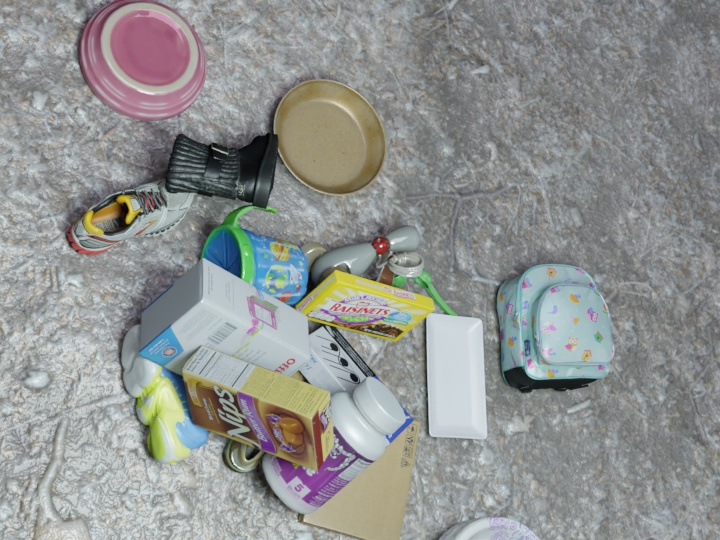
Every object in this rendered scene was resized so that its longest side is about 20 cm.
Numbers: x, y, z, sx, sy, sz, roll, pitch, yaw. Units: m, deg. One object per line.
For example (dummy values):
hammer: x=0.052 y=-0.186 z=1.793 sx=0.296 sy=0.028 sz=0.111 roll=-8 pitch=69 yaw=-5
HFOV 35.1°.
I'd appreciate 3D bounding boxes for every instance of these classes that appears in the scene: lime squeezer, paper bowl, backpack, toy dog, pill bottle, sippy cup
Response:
lime squeezer: x=0.072 y=0.028 z=1.846 sx=0.199 sy=0.038 sz=0.071 roll=11 pitch=101 yaw=-24
paper bowl: x=0.189 y=0.478 z=1.721 sx=0.200 sy=0.104 sz=0.202 roll=8 pitch=72 yaw=-24
backpack: x=0.320 y=0.087 z=1.879 sx=0.175 sy=0.153 sz=0.201 roll=0 pitch=68 yaw=-20
toy dog: x=0.000 y=0.000 z=1.776 sx=0.199 sy=0.097 sz=0.132 roll=-5 pitch=42 yaw=-7
pill bottle: x=-0.035 y=0.244 z=1.611 sx=0.200 sy=0.112 sz=0.112 roll=-42 pitch=97 yaw=14
sippy cup: x=-0.153 y=0.003 z=1.690 sx=0.130 sy=0.178 sz=0.140 roll=3 pitch=37 yaw=-36

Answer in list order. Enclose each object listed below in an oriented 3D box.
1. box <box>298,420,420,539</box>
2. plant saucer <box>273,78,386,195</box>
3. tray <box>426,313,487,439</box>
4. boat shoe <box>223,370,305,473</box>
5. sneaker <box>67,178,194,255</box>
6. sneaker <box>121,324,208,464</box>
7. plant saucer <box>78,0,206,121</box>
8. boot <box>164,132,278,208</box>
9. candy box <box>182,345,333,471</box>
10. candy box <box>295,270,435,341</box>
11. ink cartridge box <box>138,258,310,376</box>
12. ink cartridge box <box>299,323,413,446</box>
box: x=0.002 y=0.304 z=1.729 sx=0.163 sy=0.021 sz=0.201 roll=20 pitch=67 yaw=-19
plant saucer: x=-0.053 y=-0.212 z=1.849 sx=0.199 sy=0.035 sz=0.202 roll=7 pitch=72 yaw=-23
tray: x=0.151 y=0.172 z=1.842 sx=0.107 sy=0.022 sz=0.201 roll=7 pitch=72 yaw=-23
boat shoe: x=-0.127 y=0.204 z=1.665 sx=0.071 sy=0.076 sz=0.201 roll=30 pitch=63 yaw=-13
sneaker: x=-0.324 y=-0.083 z=1.653 sx=0.199 sy=0.082 sz=0.078 roll=-30 pitch=88 yaw=-31
sneaker: x=-0.271 y=0.171 z=1.619 sx=0.105 sy=0.076 sz=0.201 roll=-8 pitch=80 yaw=-44
plant saucer: x=-0.328 y=-0.331 z=1.743 sx=0.199 sy=0.051 sz=0.202 roll=8 pitch=71 yaw=-23
boot: x=-0.205 y=-0.164 z=1.706 sx=0.157 sy=0.211 sz=0.080 roll=9 pitch=111 yaw=-3
candy box: x=-0.137 y=0.186 z=1.530 sx=0.199 sy=0.117 sz=0.057 roll=18 pitch=48 yaw=21
candy box: x=0.009 y=0.057 z=1.733 sx=0.199 sy=0.102 sz=0.027 roll=16 pitch=44 yaw=-37
ink cartridge box: x=-0.188 y=0.092 z=1.595 sx=0.200 sy=0.144 sz=0.085 roll=32 pitch=34 yaw=-33
ink cartridge box: x=-0.014 y=0.176 z=1.708 sx=0.200 sy=0.044 sz=0.094 roll=50 pitch=30 yaw=5
